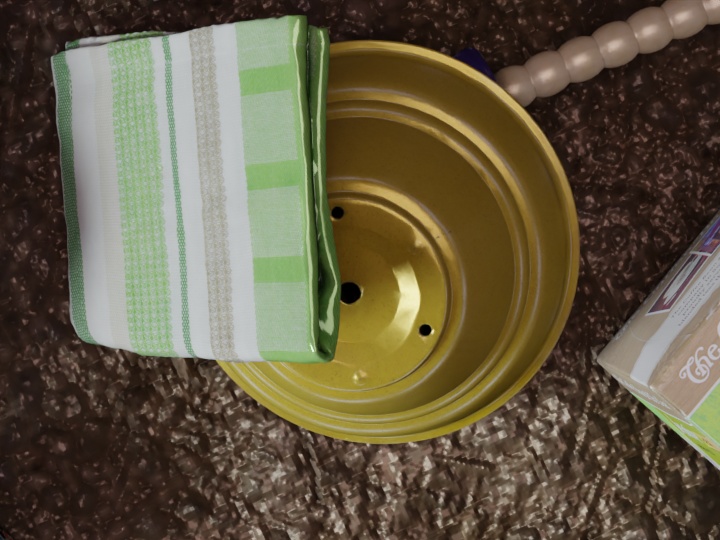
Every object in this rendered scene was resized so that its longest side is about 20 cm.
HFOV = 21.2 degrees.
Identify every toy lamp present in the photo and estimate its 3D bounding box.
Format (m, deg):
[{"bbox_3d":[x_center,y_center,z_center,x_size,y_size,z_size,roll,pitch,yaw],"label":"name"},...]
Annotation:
[{"bbox_3d":[0.112,-0.103,0.935,0.199,0.058,0.059,-23,94,-2],"label":"toy lamp"}]

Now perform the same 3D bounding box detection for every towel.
[{"bbox_3d":[-0.074,-0.035,0.867,0.031,0.199,0.150,-7,96,-39],"label":"towel"}]

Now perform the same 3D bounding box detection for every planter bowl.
[{"bbox_3d":[0.000,0.000,0.890,0.199,0.083,0.202,3,106,9],"label":"planter bowl"}]

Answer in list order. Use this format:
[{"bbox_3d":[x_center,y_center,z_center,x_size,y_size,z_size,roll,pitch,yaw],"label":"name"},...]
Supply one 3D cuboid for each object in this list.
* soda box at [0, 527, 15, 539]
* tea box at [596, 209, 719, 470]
[{"bbox_3d":[-0.248,0.195,0.921,0.071,0.063,0.200,43,90,-5],"label":"soda box"},{"bbox_3d":[0.255,0.034,0.913,0.196,0.134,0.200,39,90,-4],"label":"tea box"}]
